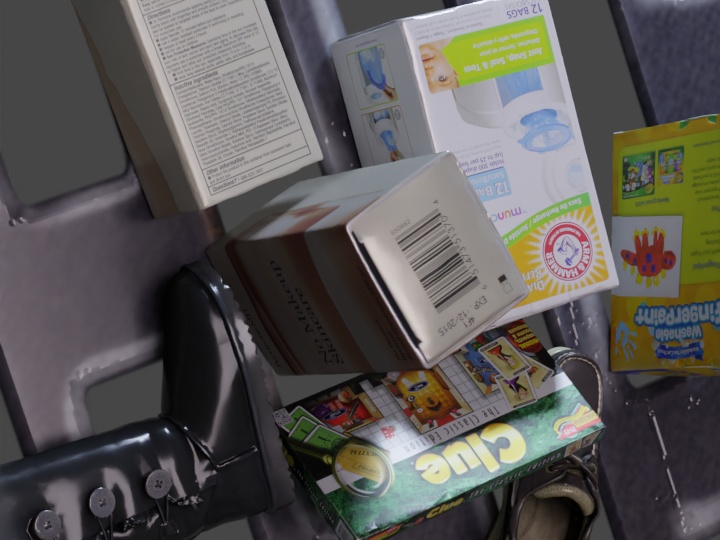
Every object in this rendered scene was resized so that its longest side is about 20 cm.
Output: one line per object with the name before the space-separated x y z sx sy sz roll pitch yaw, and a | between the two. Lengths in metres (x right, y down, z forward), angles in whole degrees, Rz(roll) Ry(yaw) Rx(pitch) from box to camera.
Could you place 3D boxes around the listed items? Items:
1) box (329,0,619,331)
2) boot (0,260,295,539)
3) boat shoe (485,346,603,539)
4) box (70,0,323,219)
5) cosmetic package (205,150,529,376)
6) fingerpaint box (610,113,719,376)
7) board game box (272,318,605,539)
box | 0.073 -0.067 1.593 0.112 0.101 0.200 -16 94 -27
boot | -0.153 0.101 1.491 0.200 0.066 0.165 -20 94 -23
boat shoe | 0.128 0.146 1.626 0.073 0.065 0.200 18 77 -23
box | -0.109 -0.141 1.518 0.095 0.078 0.200 -22 97 -27
cosmetic package | 0.000 0.000 1.496 0.087 0.200 0.103 -35 101 -24
fingerpaint box | 0.247 -0.016 1.624 0.073 0.200 0.167 4 84 -28
board game box | 0.048 0.099 1.570 0.200 0.023 0.105 -22 64 -31
